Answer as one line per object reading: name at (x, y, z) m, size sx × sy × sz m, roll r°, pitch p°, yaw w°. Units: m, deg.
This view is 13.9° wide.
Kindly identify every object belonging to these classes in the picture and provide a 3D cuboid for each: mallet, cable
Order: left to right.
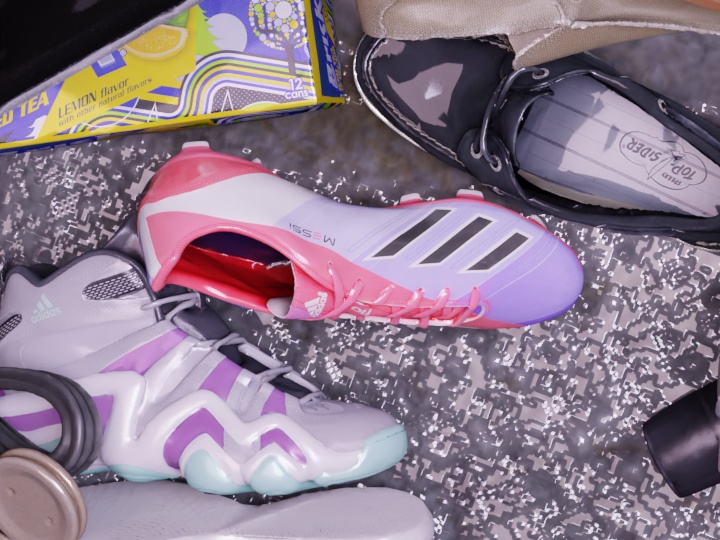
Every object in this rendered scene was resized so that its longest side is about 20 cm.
cable at (-0.190, 0.051, 1.331) m, size 0.199 × 0.050 × 0.098 m, roll -2°, pitch 80°, yaw 31°
mallet at (0.185, 0.143, 1.290) m, size 0.065 × 0.041 × 0.201 m, roll -20°, pitch 92°, yaw 10°

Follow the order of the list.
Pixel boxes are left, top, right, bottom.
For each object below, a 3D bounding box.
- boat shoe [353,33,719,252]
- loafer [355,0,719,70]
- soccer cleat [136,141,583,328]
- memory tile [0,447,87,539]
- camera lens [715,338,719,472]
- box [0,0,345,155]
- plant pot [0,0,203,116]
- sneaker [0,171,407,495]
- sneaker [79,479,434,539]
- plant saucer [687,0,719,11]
boat shoe at (0.084, -0.061, 1.284) m, size 0.199 × 0.066 × 0.075 m, roll 29°, pitch 98°, yaw 9°
loafer at (0.083, -0.122, 1.261) m, size 0.199 × 0.076 × 0.068 m, roll 8°, pitch 114°, yaw -15°
soccer cleat at (0.000, 0.000, 1.274) m, size 0.199 × 0.077 × 0.067 m, roll 14°, pitch 132°, yaw -10°
memory tile at (-0.216, 0.087, 1.312) m, size 0.200 × 0.017 × 0.154 m, roll 37°, pitch 133°, yaw 8°
camera lens at (0.233, -0.004, 1.199) m, size 0.159 × 0.160 × 0.201 m, roll 10°, pitch 87°, yaw 11°
box at (-0.112, -0.094, 1.325) m, size 0.199 × 0.064 × 0.071 m, roll -7°, pitch 91°, yaw 13°
plant pot at (-0.139, -0.207, 1.238) m, size 0.199 × 0.177 × 0.200 m, roll -29°, pitch 110°, yaw -4°
sneaker at (-0.076, 0.025, 1.315) m, size 0.198 × 0.078 × 0.141 m, roll 2°, pitch 93°, yaw 11°
sneaker at (-0.064, 0.147, 1.327) m, size 0.199 × 0.075 × 0.089 m, roll 2°, pitch 113°, yaw 15°
plant saucer at (0.156, -0.205, 1.231) m, size 0.199 × 0.032 × 0.202 m, roll 5°, pitch 80°, yaw -27°
